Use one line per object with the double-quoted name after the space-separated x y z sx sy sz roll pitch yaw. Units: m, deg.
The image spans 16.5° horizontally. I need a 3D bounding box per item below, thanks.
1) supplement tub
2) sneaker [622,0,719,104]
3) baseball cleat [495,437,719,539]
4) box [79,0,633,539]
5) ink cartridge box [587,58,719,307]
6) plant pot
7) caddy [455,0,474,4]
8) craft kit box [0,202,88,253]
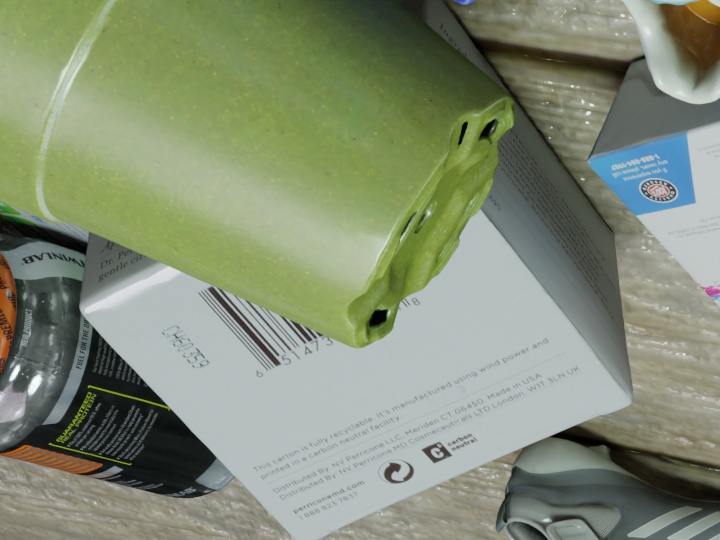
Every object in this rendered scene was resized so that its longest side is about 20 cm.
-0.157 0.053 1.408 0.200 0.123 0.122 20 157 -41 "supplement tub"
0.137 -0.156 1.012 0.076 0.081 0.200 8 143 27 "sneaker"
0.173 0.168 1.422 0.200 0.107 0.070 20 142 5 "baseball cleat"
0.000 0.000 1.219 0.199 0.131 0.200 -25 127 22 "box"
0.215 -0.022 1.161 0.116 0.067 0.200 -14 131 45 "ink cartridge box"
-0.044 -0.068 1.032 0.190 0.200 0.200 32 149 13 "plant pot"
0.027 -0.204 0.978 0.200 0.105 0.141 57 170 -29 "caddy"
-0.201 -0.058 1.348 0.197 0.049 0.200 14 169 22 "craft kit box"
